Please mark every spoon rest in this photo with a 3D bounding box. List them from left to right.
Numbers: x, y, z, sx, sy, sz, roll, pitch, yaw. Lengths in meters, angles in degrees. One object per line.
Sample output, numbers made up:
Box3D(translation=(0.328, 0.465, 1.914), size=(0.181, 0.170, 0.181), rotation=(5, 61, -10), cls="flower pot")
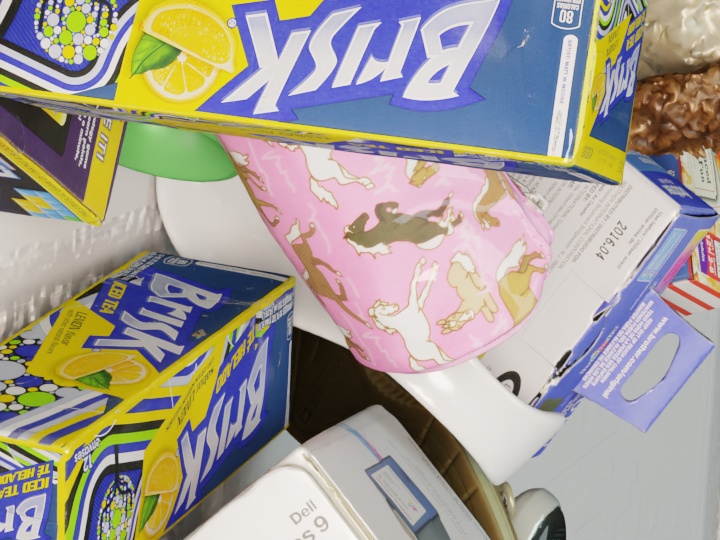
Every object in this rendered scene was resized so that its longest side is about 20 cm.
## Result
Box3D(translation=(0.000, 0.000, 1.161), size=(0.099, 0.200, 0.061), rotation=(-44, 172, 4), cls="spoon rest")

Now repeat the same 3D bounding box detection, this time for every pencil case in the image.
Box3D(translation=(-0.006, -0.059, 1.031), size=(0.087, 0.082, 0.201), rotation=(-52, 125, -32), cls="pencil case")

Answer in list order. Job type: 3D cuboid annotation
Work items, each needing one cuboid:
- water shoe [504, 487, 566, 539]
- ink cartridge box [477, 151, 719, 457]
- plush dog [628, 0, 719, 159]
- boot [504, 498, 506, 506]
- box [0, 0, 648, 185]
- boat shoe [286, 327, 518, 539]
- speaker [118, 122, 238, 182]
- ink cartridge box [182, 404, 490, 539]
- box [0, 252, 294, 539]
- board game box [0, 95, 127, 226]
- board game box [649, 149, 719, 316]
Box3D(translation=(0.082, 0.197, 1.264), size=(0.071, 0.078, 0.202), rotation=(-2, 101, -69), cls="water shoe")
Box3D(translation=(0.054, -0.014, 1.221), size=(0.137, 0.200, 0.076), rotation=(-53, 162, 13), cls="ink cartridge box")
Box3D(translation=(0.111, -0.133, 1.150), size=(0.161, 0.171, 0.200), rotation=(-46, -172, 42), cls="plush dog")
Box3D(translation=(0.053, 0.210, 1.557), size=(0.187, 0.064, 0.201), rotation=(56, 40, -64), cls="boot")
Box3D(translation=(-0.015, -0.072, 0.906), size=(0.070, 0.199, 0.065), rotation=(12, 86, -71), cls="box")
Box3D(translation=(0.024, 0.088, 1.256), size=(0.063, 0.201, 0.073), rotation=(21, 109, -41), cls="boat shoe")
Box3D(translation=(-0.056, -0.140, 1.103), size=(0.088, 0.088, 0.201), rotation=(51, 49, -63), cls="speaker")
Box3D(translation=(-0.035, 0.132, 1.090), size=(0.145, 0.088, 0.200), rotation=(-39, 174, 7), cls="ink cartridge box")
Box3D(translation=(-0.092, 0.055, 1.063), size=(0.200, 0.070, 0.065), rotation=(-39, 135, -62), cls="box")
Box3D(translation=(-0.118, -0.137, 0.977), size=(0.165, 0.056, 0.201), rotation=(48, 52, -67), cls="board game box")
Box3D(translation=(0.086, -0.068, 1.310), size=(0.046, 0.151, 0.202), rotation=(24, 58, -53), cls="board game box")
